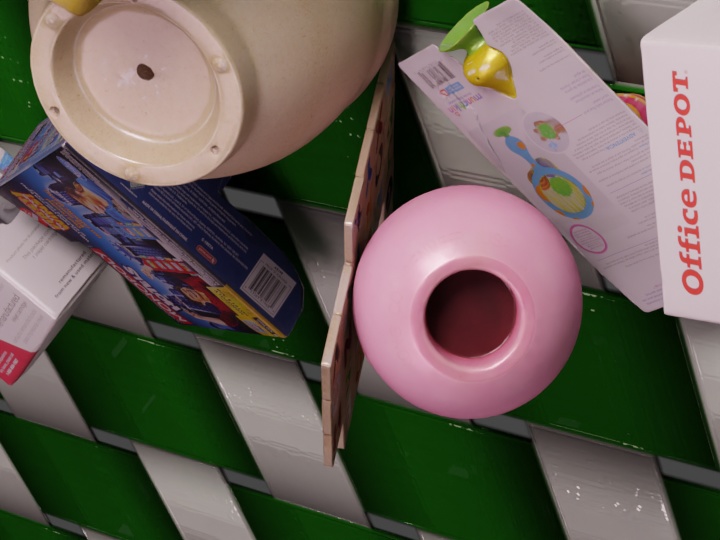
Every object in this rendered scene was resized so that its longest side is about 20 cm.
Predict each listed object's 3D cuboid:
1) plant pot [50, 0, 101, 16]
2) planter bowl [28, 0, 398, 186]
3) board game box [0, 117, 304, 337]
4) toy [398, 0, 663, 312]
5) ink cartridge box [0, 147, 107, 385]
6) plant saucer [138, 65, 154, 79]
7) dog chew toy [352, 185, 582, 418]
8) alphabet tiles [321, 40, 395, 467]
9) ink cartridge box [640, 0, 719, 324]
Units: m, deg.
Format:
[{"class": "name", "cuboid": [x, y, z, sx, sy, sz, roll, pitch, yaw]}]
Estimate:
[{"class": "plant pot", "cuboid": [-0.123, -0.281, 0.981, 0.195, 0.195, 0.200, 38, 144, -2]}, {"class": "planter bowl", "cuboid": [-0.093, -0.128, 1.138, 0.198, 0.135, 0.202, 11, 128, 15]}, {"class": "board game box", "cuboid": [-0.149, -0.043, 1.414, 0.200, 0.062, 0.199, 43, 162, -27]}, {"class": "toy", "cuboid": [0.125, -0.068, 1.135, 0.200, 0.047, 0.115, 40, 151, -16]}, {"class": "ink cartridge box", "cuboid": [-0.291, -0.028, 1.574, 0.199, 0.086, 0.148, 38, 149, -4]}, {"class": "plant saucer", "cuboid": [-0.106, -0.154, 1.272, 0.199, 0.032, 0.201, 26, 147, 18]}, {"class": "dog chew toy", "cuboid": [0.057, 0.009, 1.205, 0.124, 0.125, 0.200, 41, -173, -6]}, {"class": "alphabet tiles", "cuboid": [0.000, 0.000, 1.214, 0.007, 0.201, 0.168, 8, 144, 6]}, {"class": "ink cartridge box", "cuboid": [0.236, -0.044, 0.985, 0.199, 0.086, 0.148, 9, 119, 36]}]
